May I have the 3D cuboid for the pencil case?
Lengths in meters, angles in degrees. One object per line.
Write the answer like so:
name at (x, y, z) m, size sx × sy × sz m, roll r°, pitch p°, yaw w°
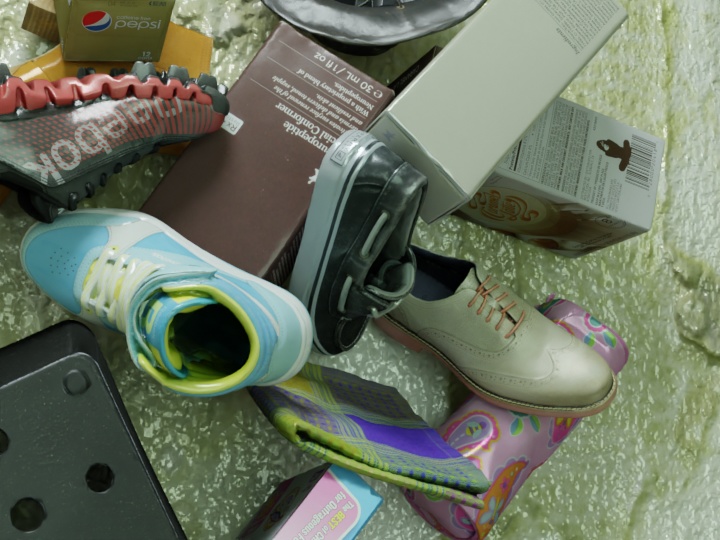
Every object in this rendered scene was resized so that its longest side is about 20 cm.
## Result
pencil case at (0.114, 0.108, 0.882) m, size 0.088 × 0.087 × 0.200 m, roll 47°, pitch 67°, yaw -7°

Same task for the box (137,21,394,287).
box at (-0.070, -0.061, 0.821) m, size 0.100 × 0.075 × 0.201 m, roll 32°, pitch 78°, yaw 8°

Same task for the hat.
hat at (0.012, -0.213, 0.894) m, size 0.199 × 0.081 × 0.202 m, roll 0°, pitch 53°, yaw -1°

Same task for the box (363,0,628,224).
box at (0.091, -0.130, 0.804) m, size 0.082 × 0.068 × 0.200 m, roll 46°, pitch 66°, yaw -5°

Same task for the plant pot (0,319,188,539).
plant pot at (-0.205, 0.143, 0.696) m, size 0.198 × 0.177 × 0.201 m, roll -25°, pitch 88°, yaw -24°

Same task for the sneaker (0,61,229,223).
sneaker at (-0.175, -0.081, 0.744) m, size 0.199 × 0.071 × 0.099 m, roll -8°, pitch 96°, yaw -29°

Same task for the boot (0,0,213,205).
boot at (-0.180, -0.100, 0.812) m, size 0.143 × 0.071 × 0.203 m, roll 21°, pitch 68°, yaw -16°

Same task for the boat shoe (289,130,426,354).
boat shoe at (0.000, 0.000, 0.787) m, size 0.071 × 0.201 × 0.072 m, roll 33°, pitch 56°, yaw 19°

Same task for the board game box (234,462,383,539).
board game box at (-0.079, 0.214, 0.743) m, size 0.040 × 0.153 × 0.200 m, roll 41°, pitch 68°, yaw -2°

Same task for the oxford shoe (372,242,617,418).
oxford shoe at (0.089, 0.040, 0.837) m, size 0.199 × 0.074 × 0.071 m, roll 23°, pitch 56°, yaw 21°

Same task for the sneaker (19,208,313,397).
sneaker at (-0.131, 0.013, 0.700) m, size 0.198 × 0.131 × 0.080 m, roll 19°, pitch 94°, yaw 9°

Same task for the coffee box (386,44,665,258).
coffee box at (0.115, -0.085, 0.903) m, size 0.199 × 0.114 × 0.080 m, roll 19°, pitch 73°, yaw -16°

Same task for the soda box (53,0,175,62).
soda box at (-0.180, -0.241, 0.809) m, size 0.067 × 0.064 × 0.201 m, roll -3°, pitch 61°, yaw -23°

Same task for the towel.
towel at (-0.005, 0.097, 0.781) m, size 0.143 × 0.200 × 0.023 m, roll 20°, pitch 95°, yaw -16°
